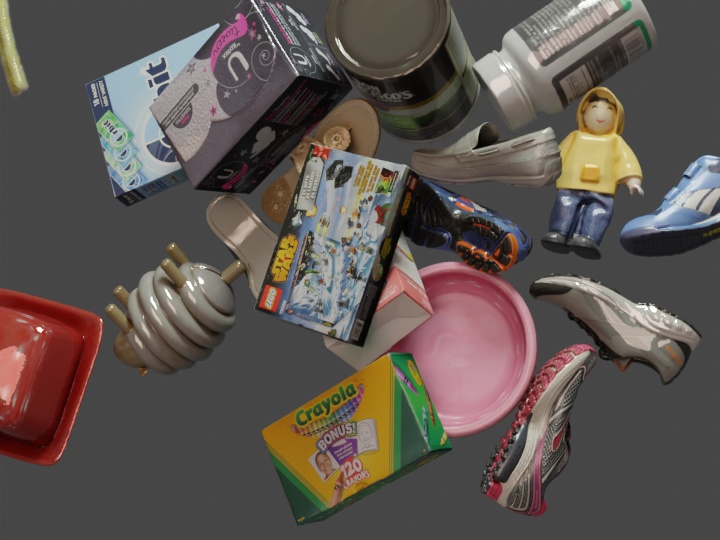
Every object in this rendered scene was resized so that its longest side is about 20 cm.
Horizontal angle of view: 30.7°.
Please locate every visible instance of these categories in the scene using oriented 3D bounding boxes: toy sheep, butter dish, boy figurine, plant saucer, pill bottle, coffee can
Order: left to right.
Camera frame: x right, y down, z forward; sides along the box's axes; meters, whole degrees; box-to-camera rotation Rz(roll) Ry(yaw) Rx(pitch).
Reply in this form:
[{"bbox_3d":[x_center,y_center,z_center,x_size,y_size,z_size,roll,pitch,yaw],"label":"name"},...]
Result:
[{"bbox_3d":[-0.446,0.118,1.614,0.197,0.148,0.202,14,80,19],"label":"butter dish"},{"bbox_3d":[-0.218,0.049,1.576,0.199,0.137,0.139,-36,68,18],"label":"toy sheep"},{"bbox_3d":[0.055,-0.253,1.545,0.144,0.200,0.149,-4,73,15],"label":"coffee can"},{"bbox_3d":[0.108,0.094,1.514,0.197,0.051,0.204,-4,74,15],"label":"plant saucer"},{"bbox_3d":[0.237,-0.256,1.541,0.199,0.113,0.114,-33,69,4],"label":"pill bottle"},{"bbox_3d":[0.271,-0.115,1.519,0.123,0.064,0.203,13,81,22],"label":"boy figurine"}]

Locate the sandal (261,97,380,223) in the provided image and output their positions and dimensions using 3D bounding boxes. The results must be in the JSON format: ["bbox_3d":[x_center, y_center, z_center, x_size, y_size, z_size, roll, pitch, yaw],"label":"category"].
[{"bbox_3d":[-0.057,-0.115,1.556,0.078,0.070,0.211,48,127,-1],"label":"sandal"}]

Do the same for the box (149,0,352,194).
[{"bbox_3d":[-0.134,-0.206,1.552,0.200,0.114,0.133,-42,68,25],"label":"box"}]

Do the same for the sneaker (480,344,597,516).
[{"bbox_3d":[0.208,0.174,1.456,0.074,0.081,0.202,30,86,-4],"label":"sneaker"}]

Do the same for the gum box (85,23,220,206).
[{"bbox_3d":[-0.243,-0.201,1.700,0.198,0.045,0.172,-22,71,10],"label":"gum box"}]

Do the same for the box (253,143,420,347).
[{"bbox_3d":[-0.027,-0.030,1.458,0.136,0.040,0.203,16,85,33],"label":"box"}]

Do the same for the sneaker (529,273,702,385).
[{"bbox_3d":[0.275,0.061,1.464,0.198,0.074,0.080,25,88,20],"label":"sneaker"}]

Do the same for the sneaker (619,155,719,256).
[{"bbox_3d":[0.380,-0.077,1.475,0.197,0.074,0.083,-21,68,2],"label":"sneaker"}]

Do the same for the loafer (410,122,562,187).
[{"bbox_3d":[0.145,-0.138,1.535,0.198,0.070,0.071,3,108,34],"label":"loafer"}]

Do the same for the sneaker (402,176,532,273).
[{"bbox_3d":[0.119,-0.051,1.543,0.199,0.078,0.076,35,113,36],"label":"sneaker"}]

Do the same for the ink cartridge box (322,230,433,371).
[{"bbox_3d":[0.000,0.000,1.528,0.116,0.067,0.202,-36,44,18],"label":"ink cartridge box"}]

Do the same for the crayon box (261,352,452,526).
[{"bbox_3d":[-0.006,0.190,1.480,0.199,0.058,0.120,-33,71,26],"label":"crayon box"}]

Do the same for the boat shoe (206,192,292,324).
[{"bbox_3d":[-0.116,-0.010,1.601,0.075,0.062,0.200,-46,66,2],"label":"boat shoe"}]
